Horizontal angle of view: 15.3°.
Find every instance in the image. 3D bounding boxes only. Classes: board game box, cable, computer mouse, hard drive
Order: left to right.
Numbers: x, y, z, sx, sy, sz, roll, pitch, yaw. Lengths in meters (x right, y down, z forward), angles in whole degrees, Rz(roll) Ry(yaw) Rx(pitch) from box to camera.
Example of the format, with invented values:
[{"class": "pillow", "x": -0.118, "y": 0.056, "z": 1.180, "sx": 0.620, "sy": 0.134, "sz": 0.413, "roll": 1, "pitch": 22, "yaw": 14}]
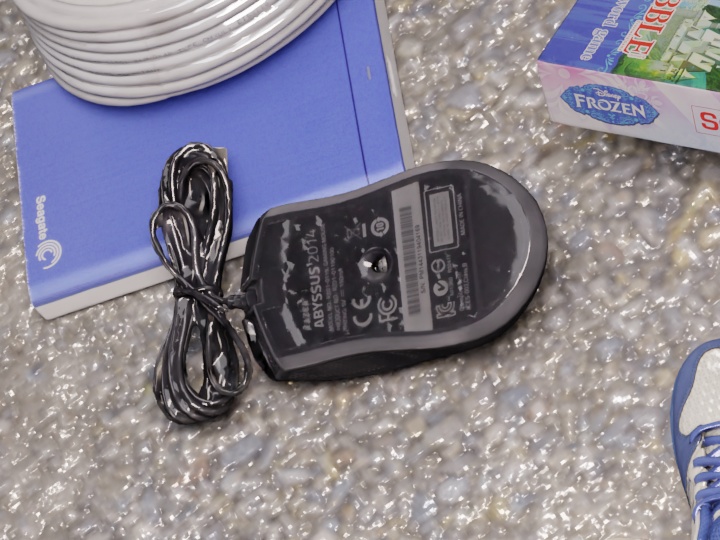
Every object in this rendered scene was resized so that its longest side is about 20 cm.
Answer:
[{"class": "cable", "x": -0.087, "y": -0.174, "z": 1.362, "sx": 0.200, "sy": 0.069, "sz": 0.200, "roll": -7, "pitch": 47, "yaw": 24}, {"class": "hard drive", "x": -0.076, "y": -0.064, "z": 1.341, "sx": 0.200, "sy": 0.025, "sz": 0.132, "roll": -18, "pitch": 57, "yaw": 13}, {"class": "computer mouse", "x": 0.000, "y": 0.000, "z": 1.252, "sx": 0.200, "sy": 0.053, "sz": 0.139, "roll": -7, "pitch": 74, "yaw": 24}, {"class": "board game box", "x": 0.212, "y": -0.129, "z": 1.210, "sx": 0.199, "sy": 0.041, "sz": 0.200, "roll": 12, "pitch": 51, "yaw": 29}]

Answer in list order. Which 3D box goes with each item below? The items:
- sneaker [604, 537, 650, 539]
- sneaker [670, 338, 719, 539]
[{"class": "sneaker", "x": 0.043, "y": 0.155, "z": 1.123, "sx": 0.200, "sy": 0.090, "sz": 0.075, "roll": -21, "pitch": 56, "yaw": 12}, {"class": "sneaker", "x": 0.168, "y": 0.102, "z": 1.101, "sx": 0.075, "sy": 0.088, "sz": 0.200, "roll": -22, "pitch": 54, "yaw": 13}]
